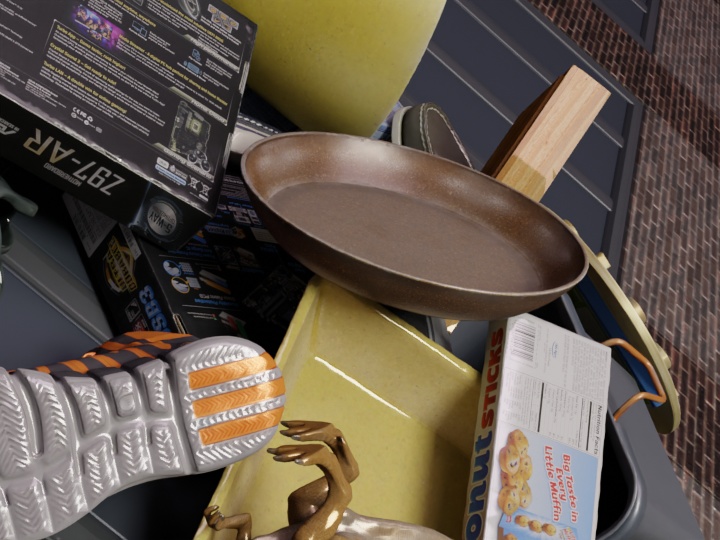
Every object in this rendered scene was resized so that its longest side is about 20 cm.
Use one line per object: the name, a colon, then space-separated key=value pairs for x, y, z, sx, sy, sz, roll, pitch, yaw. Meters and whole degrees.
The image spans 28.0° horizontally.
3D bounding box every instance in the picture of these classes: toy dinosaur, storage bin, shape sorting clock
toy dinosaur: x=-0.013 y=0.128 z=0.682 sx=0.198 sy=0.107 sz=0.060 roll=-7 pitch=11 yaw=-24
storage bin: x=0.142 y=0.116 z=0.923 sx=0.134 sy=0.145 sz=0.201 roll=32 pitch=29 yaw=-40
shape sorting clock: x=0.173 y=0.033 z=1.062 sx=0.201 sy=0.039 sz=0.200 roll=54 pitch=-11 yaw=16

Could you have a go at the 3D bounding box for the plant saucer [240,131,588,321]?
plant saucer: x=0.027 y=-0.023 z=0.796 sx=0.198 sy=0.032 sz=0.201 roll=15 pitch=24 yaw=-7

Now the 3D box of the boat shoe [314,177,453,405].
boat shoe: x=0.000 y=0.000 z=0.864 sx=0.066 sy=0.070 sz=0.201 roll=22 pitch=43 yaw=-37

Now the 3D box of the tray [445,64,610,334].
tray: x=0.086 y=-0.038 z=0.963 sx=0.037 sy=0.099 sz=0.201 roll=35 pitch=72 yaw=-3

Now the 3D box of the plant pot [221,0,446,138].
plant pot: x=-0.036 y=-0.194 z=0.931 sx=0.141 sy=0.201 sz=0.201 roll=21 pitch=34 yaw=-16

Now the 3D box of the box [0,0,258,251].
box: x=-0.158 y=-0.125 z=0.794 sx=0.199 sy=0.043 sz=0.161 roll=30 pitch=45 yaw=-25

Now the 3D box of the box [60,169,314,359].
box: x=-0.059 y=0.025 z=0.863 sx=0.199 sy=0.050 sz=0.200 roll=8 pitch=46 yaw=-48

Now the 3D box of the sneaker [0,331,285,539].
sneaker: x=-0.140 y=0.075 z=0.677 sx=0.198 sy=0.112 sz=0.078 roll=-7 pitch=92 yaw=-21

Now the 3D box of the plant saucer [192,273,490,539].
plant saucer: x=0.011 y=0.136 z=0.748 sx=0.199 sy=0.048 sz=0.201 roll=34 pitch=58 yaw=-16

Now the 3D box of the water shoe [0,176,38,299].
water shoe: x=-0.207 y=-0.003 z=0.686 sx=0.079 sy=0.072 sz=0.201 roll=34 pitch=30 yaw=-14

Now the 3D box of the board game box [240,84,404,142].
board game box: x=-0.052 y=-0.136 z=1.070 sx=0.200 sy=0.062 sz=0.200 roll=45 pitch=29 yaw=2

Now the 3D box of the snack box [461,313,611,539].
snack box: x=0.090 y=0.124 z=0.757 sx=0.071 sy=0.024 sz=0.202 roll=22 pitch=62 yaw=-24

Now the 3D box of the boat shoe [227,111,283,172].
boat shoe: x=-0.122 y=-0.125 z=0.904 sx=0.199 sy=0.074 sz=0.094 roll=18 pitch=77 yaw=-31

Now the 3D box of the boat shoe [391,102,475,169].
boat shoe: x=0.081 y=-0.034 z=1.050 sx=0.072 sy=0.060 sz=0.203 roll=-9 pitch=76 yaw=-50
